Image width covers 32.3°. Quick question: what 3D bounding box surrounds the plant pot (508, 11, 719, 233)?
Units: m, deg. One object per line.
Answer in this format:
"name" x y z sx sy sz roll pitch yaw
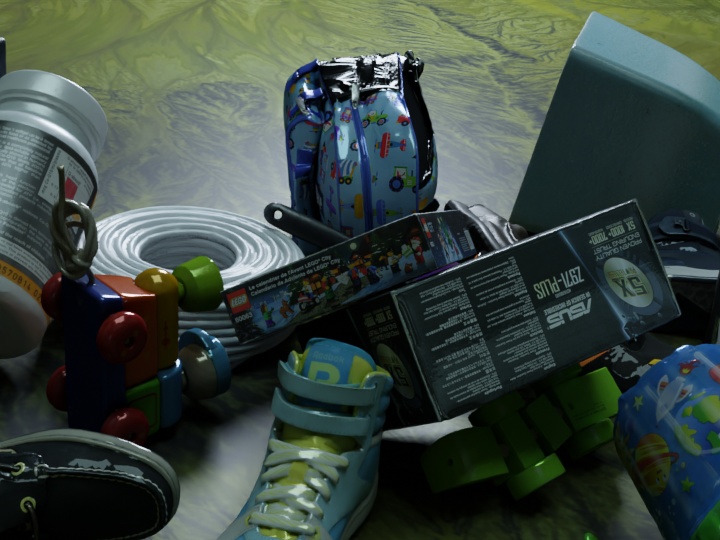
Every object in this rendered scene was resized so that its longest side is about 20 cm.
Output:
"plant pot" 0.287 -0.125 1.279 0.199 0.196 0.196 22 26 8

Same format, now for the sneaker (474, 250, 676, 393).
"sneaker" 0.170 0.042 0.976 0.199 0.090 0.070 14 25 17

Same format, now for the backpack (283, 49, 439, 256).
"backpack" 0.002 -0.079 1.115 0.134 0.183 0.200 -4 36 -4

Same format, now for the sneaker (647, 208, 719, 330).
"sneaker" 0.337 0.004 1.123 0.202 0.077 0.146 9 27 9

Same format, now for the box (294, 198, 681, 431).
"box" 0.082 0.035 0.843 0.199 0.086 0.164 -20 -2 -27

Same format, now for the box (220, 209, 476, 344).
"box" 0.000 0.000 0.859 0.136 0.038 0.200 -21 -1 12

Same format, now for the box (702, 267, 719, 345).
"box" 0.354 0.057 0.951 0.148 0.125 0.200 8 25 6

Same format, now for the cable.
"cable" -0.142 0.008 0.994 0.200 0.069 0.200 22 28 31

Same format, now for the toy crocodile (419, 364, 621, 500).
"toy crocodile" 0.120 0.110 0.857 0.200 0.062 0.068 -19 74 -48

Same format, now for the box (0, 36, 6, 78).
"box" -0.378 -0.076 0.959 0.124 0.201 0.197 14 25 18

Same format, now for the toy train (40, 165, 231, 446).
"toy train" -0.139 0.015 0.810 0.115 0.201 0.085 -19 35 -39

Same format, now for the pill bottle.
"pill bottle" -0.262 -0.045 0.927 0.116 0.117 0.201 9 56 6

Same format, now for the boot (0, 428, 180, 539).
"boot" -0.207 0.152 0.655 0.203 0.074 0.154 2 26 4

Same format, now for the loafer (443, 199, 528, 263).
"loafer" 0.127 -0.017 1.116 0.071 0.073 0.200 0 25 -11

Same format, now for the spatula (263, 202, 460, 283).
"spatula" 0.010 -0.008 1.036 0.199 0.057 0.021 25 1 2

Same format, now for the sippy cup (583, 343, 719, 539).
"sippy cup" 0.220 0.117 0.735 0.177 0.140 0.130 -14 40 -19

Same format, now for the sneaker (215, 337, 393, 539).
"sneaker" -0.036 0.114 0.711 0.079 0.131 0.200 13 25 10
